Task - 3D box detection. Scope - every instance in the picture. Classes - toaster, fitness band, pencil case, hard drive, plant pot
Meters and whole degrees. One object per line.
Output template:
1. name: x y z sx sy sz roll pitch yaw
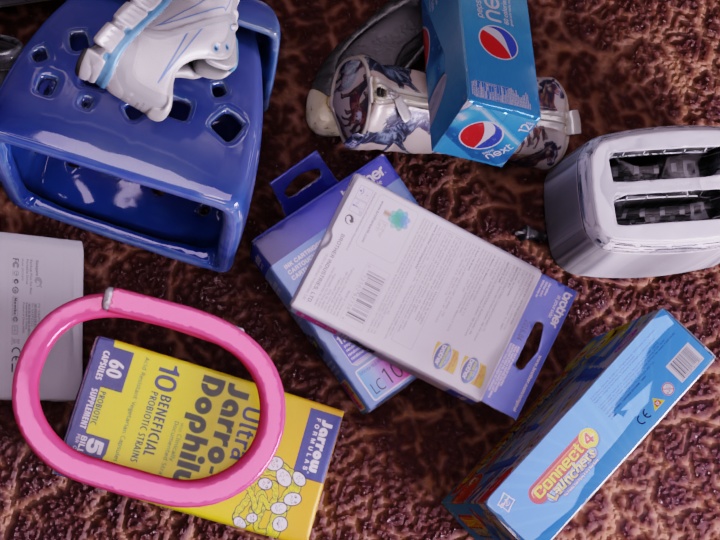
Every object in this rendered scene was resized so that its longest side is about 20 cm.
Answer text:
1. toaster: 0.237 -0.058 1.174 0.199 0.129 0.114 -3 81 -6
2. fitness band: -0.153 0.094 1.031 0.199 0.037 0.144 17 80 -8
3. pencil case: 0.078 -0.130 1.170 0.199 0.089 0.078 4 99 -20
4. hard drive: -0.309 0.033 1.098 0.199 0.026 0.132 6 79 -40
5. plant pot: -0.165 -0.128 1.112 0.199 0.200 0.180 17 74 -2

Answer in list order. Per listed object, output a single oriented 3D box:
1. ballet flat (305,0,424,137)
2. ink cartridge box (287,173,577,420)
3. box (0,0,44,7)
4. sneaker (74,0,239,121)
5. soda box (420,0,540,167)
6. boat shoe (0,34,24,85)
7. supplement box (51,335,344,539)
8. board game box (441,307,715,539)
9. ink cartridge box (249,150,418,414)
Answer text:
1. ballet flat: 0.023 -0.195 1.209 0.066 0.057 0.200 41 79 2
2. ink cartridge box: 0.057 0.023 1.113 0.199 0.042 0.120 27 79 0
3. box: -0.262 -0.316 1.137 0.200 0.097 0.176 -19 83 -39
4. sneaker: -0.113 -0.186 1.014 0.087 0.075 0.200 40 69 -8
5. soda box: 0.091 -0.184 1.113 0.064 0.068 0.201 12 55 -19
6. boat shoe: -0.357 -0.181 1.132 0.199 0.068 0.074 20 43 18
7. supplement box: -0.129 0.134 1.105 0.199 0.110 0.109 18 80 -10
8. board game box: 0.163 0.129 1.103 0.056 0.196 0.200 44 79 2
9. ink cartridge box: 0.000 0.000 1.168 0.136 0.076 0.200 -35 85 -10
